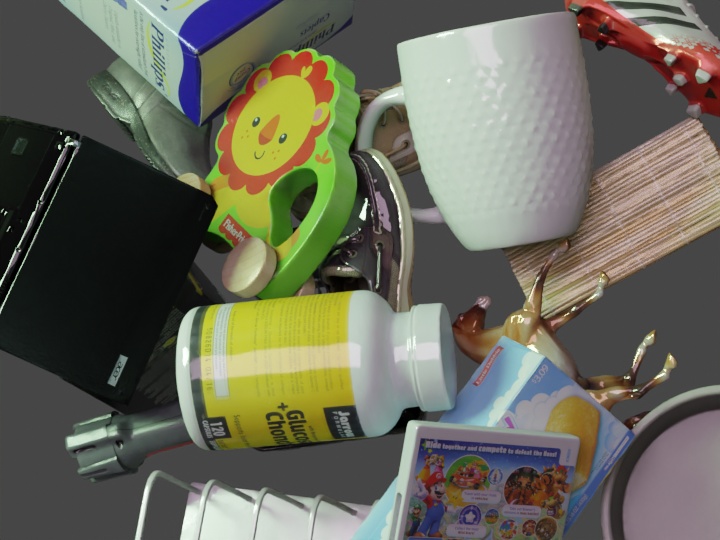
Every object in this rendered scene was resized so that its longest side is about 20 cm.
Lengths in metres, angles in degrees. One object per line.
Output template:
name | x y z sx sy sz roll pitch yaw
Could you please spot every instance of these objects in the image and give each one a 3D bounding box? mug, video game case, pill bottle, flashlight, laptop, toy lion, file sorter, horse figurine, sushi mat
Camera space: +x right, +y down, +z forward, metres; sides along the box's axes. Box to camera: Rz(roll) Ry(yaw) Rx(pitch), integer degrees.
mug | 0.092 -0.105 1.691 0.200 0.148 0.176 -9 93 17
video game case | 0.082 0.214 1.533 0.018 0.143 0.200 21 103 62
pill bottle | -0.032 0.074 1.580 0.200 0.112 0.112 -6 73 10
flashlight | -0.132 0.126 1.691 0.200 0.068 0.068 -17 107 15
laptop | -0.240 -0.013 1.628 0.200 0.103 0.177 14 76 44
toy lion | -0.064 -0.083 1.694 0.192 0.069 0.200 -53 40 6
file sorter | -0.071 0.241 1.662 0.200 0.125 0.139 6 77 16
horse figurine | 0.171 0.073 1.680 0.133 0.050 0.200 -45 74 13
sushi mat | 0.214 -0.043 1.725 0.200 0.012 0.096 -29 68 6

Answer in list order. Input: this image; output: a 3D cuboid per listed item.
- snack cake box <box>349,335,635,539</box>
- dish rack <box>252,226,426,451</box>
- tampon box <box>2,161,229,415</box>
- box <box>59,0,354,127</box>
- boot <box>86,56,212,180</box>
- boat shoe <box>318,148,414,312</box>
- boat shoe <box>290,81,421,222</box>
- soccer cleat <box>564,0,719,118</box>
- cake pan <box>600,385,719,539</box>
snack cake box | 0.101 0.165 1.583 0.200 0.115 0.067 -53 30 -6
dish rack | -0.023 0.051 1.742 0.153 0.055 0.200 -9 72 12
tampon box | -0.203 0.018 1.721 0.126 0.200 0.150 -41 69 0
box | -0.136 -0.256 1.797 0.184 0.105 0.200 -37 66 -25
boot | -0.137 -0.138 1.823 0.132 0.070 0.200 -38 73 -4
boat shoe | 0.000 0.000 1.665 0.072 0.065 0.200 -11 81 51
boat shoe | 0.015 -0.118 1.763 0.200 0.065 0.072 -34 53 0
soccer cleat | 0.263 -0.193 1.729 0.200 0.069 0.085 32 65 17
cake pan | 0.287 0.190 1.614 0.200 0.037 0.200 -2 80 10
